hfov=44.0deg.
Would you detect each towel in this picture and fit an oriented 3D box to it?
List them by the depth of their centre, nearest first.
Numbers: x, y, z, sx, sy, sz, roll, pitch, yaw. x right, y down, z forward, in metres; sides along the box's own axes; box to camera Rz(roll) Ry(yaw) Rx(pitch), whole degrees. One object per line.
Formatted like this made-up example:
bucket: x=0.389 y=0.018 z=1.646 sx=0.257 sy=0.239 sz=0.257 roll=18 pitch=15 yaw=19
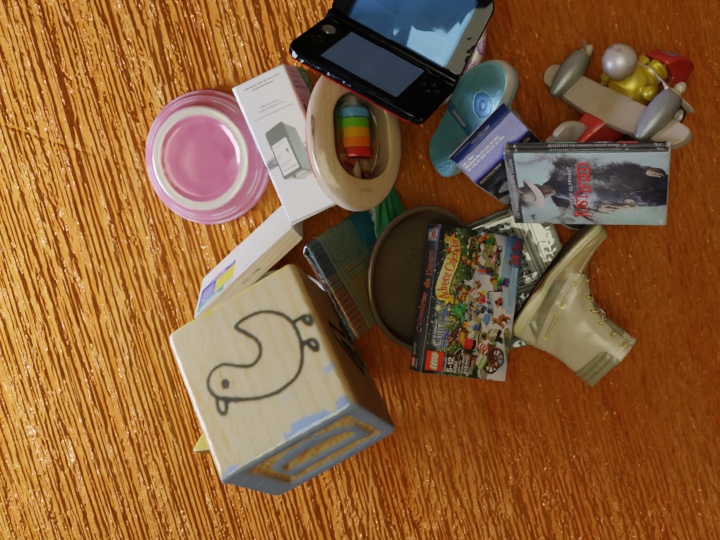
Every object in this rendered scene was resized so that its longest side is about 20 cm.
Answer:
towel: x=0.000 y=0.000 z=1.250 sx=0.022 sy=0.200 sz=0.148 roll=-26 pitch=95 yaw=31
towel: x=0.211 y=0.018 z=1.295 sx=0.191 sy=0.035 sz=0.202 roll=-20 pitch=96 yaw=12

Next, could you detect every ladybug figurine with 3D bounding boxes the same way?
ladybug figurine: x=-0.015 y=-0.175 z=1.165 sx=0.134 sy=0.072 sz=0.203 roll=3 pitch=83 yaw=-29

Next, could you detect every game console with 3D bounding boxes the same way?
game console: x=0.039 y=-0.303 z=1.115 sx=0.199 sy=0.173 sz=0.119 roll=30 pitch=134 yaw=10

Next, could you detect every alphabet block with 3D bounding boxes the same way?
alphabet block: x=-0.096 y=0.145 z=1.132 sx=0.194 sy=0.197 sz=0.201 roll=-29 pitch=66 yaw=4

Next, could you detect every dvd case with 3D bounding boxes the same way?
dvd case: x=0.288 y=-0.108 z=1.132 sx=0.198 sy=0.147 sz=0.022 roll=3 pitch=57 yaw=18

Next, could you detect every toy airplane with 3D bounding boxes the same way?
toy airplane: x=0.325 y=-0.222 z=1.149 sx=0.198 sy=0.200 sz=0.142 roll=0 pitch=134 yaw=22

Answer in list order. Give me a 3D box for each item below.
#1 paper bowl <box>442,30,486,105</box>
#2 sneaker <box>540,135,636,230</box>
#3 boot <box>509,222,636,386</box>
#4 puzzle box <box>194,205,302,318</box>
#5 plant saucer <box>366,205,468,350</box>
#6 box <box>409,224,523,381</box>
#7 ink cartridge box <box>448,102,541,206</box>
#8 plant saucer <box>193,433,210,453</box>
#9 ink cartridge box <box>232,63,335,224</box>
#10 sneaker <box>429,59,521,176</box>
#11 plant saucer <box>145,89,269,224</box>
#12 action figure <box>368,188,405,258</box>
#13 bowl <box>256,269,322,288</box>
paper bowl: x=0.075 y=-0.321 z=1.225 sx=0.198 sy=0.104 sz=0.203 roll=2 pitch=99 yaw=10
sneaker: x=0.325 y=-0.123 z=1.243 sx=0.198 sy=0.075 sz=0.116 roll=-26 pitch=127 yaw=-6
boot: x=0.318 y=0.047 z=1.227 sx=0.154 sy=0.072 sz=0.201 roll=35 pitch=112 yaw=6
puzzle box: x=-0.162 y=-0.015 z=1.306 sx=0.200 sy=0.133 sz=0.025 roll=-41 pitch=111 yaw=15
plant saucer: x=0.086 y=0.011 z=1.240 sx=0.198 sy=0.029 sz=0.203 roll=-4 pitch=97 yaw=-33
box: x=0.147 y=0.046 z=1.230 sx=0.135 sy=0.038 sz=0.203 roll=8 pitch=89 yaw=-23
ink cartridge box: x=0.194 y=-0.149 z=1.187 sx=0.099 sy=0.199 sz=0.039 roll=-45 pitch=66 yaw=14
plant saucer: x=-0.123 y=0.237 z=1.323 sx=0.197 sy=0.200 sz=0.049 roll=-10 pitch=74 yaw=11
ink cartridge box: x=-0.087 y=-0.178 z=1.257 sx=0.083 sy=0.146 sz=0.202 roll=-22 pitch=96 yaw=12
sneaker: x=0.183 y=-0.213 z=1.200 sx=0.080 sy=0.129 sz=0.200 roll=63 pitch=147 yaw=19
plant saucer: x=-0.233 y=-0.168 z=1.333 sx=0.198 sy=0.051 sz=0.203 roll=2 pitch=99 yaw=10
action figure: x=0.021 y=-0.116 z=1.282 sx=0.054 sy=0.118 sz=0.202 roll=-20 pitch=87 yaw=24
bowl: x=-0.108 y=0.111 z=1.311 sx=0.198 sy=0.105 sz=0.203 roll=-5 pitch=71 yaw=14
